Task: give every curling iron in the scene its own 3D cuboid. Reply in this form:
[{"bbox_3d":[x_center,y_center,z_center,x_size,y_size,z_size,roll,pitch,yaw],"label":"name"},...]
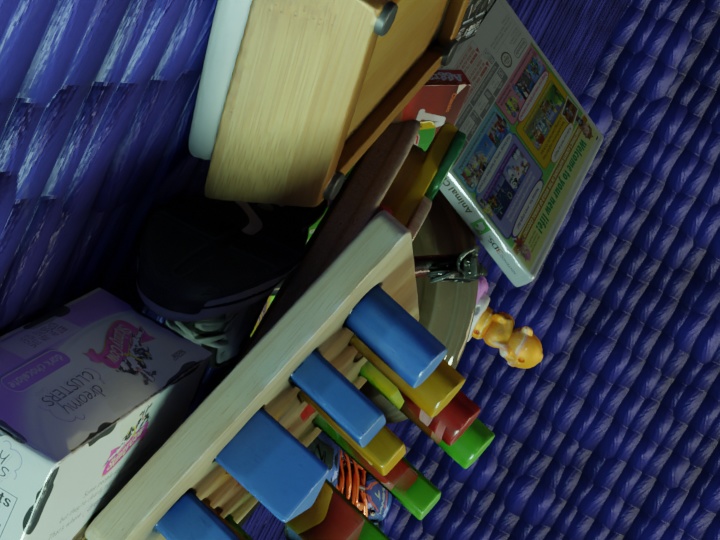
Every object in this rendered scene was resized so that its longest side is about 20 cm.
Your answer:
[{"bbox_3d":[0.000,0.000,1.018,0.050,0.198,0.026,160,-75,-64],"label":"curling iron"}]

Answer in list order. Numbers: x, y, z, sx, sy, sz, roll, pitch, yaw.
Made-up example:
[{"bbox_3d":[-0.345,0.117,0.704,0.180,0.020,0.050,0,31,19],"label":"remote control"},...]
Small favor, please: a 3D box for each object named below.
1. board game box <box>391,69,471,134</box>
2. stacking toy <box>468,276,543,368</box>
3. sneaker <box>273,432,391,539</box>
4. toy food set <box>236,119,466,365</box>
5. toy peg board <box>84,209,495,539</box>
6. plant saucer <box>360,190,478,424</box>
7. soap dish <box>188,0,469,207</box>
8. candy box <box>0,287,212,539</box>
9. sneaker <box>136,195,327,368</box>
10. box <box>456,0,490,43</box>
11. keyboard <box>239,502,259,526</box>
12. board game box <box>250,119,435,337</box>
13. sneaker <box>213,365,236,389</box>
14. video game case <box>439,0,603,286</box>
[{"bbox_3d":[-0.001,-0.053,1.040,0.102,0.020,0.201,-7,136,-30],"label":"board game box"},{"bbox_3d":[0.069,0.024,1.285,0.110,0.199,0.117,-49,165,-52],"label":"stacking toy"},{"bbox_3d":[-0.016,0.151,1.068,0.200,0.078,0.076,83,13,-72],"label":"sneaker"},{"bbox_3d":[-0.012,-0.001,0.888,0.201,0.048,0.198,-60,-176,-32],"label":"toy food set"},{"bbox_3d":[-0.015,0.098,0.755,0.200,0.098,0.199,-48,168,-9],"label":"toy peg board"},{"bbox_3d":[0.016,0.016,1.149,0.029,0.200,0.201,11,115,-35],"label":"plant saucer"},{"bbox_3d":[-0.001,-0.137,0.773,0.200,0.081,0.158,-51,167,-44],"label":"soap dish"},{"bbox_3d":[-0.163,0.124,0.687,0.201,0.071,0.168,-63,171,17],"label":"candy box"},{"bbox_3d":[-0.079,0.018,0.826,0.116,0.075,0.201,-66,172,20],"label":"sneaker"},{"bbox_3d":[0.064,-0.220,0.986,0.159,0.050,0.200,-65,171,23],"label":"box"},{"bbox_3d":[-0.069,0.159,1.225,0.200,0.126,0.021,-49,125,-55],"label":"keyboard"},{"bbox_3d":[-0.015,-0.026,1.025,0.095,0.030,0.201,-9,141,-25],"label":"board game box"},{"bbox_3d":[-0.076,0.096,1.132,0.200,0.086,0.081,133,-49,-60],"label":"sneaker"},{"bbox_3d":[0.102,-0.115,1.138,0.022,0.182,0.200,-25,-158,39],"label":"video game case"}]
